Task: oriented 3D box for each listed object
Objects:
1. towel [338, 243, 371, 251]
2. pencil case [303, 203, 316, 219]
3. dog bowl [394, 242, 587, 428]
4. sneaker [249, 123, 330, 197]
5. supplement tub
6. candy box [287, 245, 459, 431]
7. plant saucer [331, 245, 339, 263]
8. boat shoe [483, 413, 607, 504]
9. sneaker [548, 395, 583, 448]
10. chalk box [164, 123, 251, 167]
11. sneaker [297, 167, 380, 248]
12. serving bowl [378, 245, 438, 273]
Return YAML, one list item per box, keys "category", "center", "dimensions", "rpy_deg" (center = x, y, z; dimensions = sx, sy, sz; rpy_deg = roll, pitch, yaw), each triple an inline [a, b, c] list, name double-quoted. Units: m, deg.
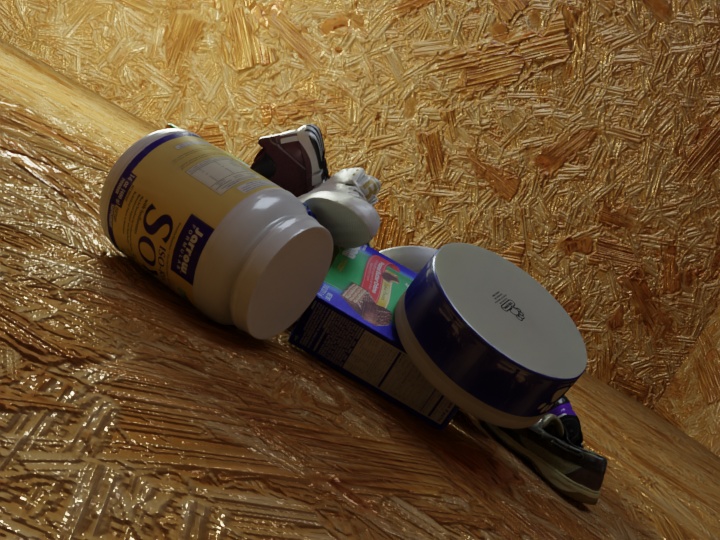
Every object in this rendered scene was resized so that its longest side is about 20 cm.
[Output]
- category: "towel"
  center: [0.000, 0.000, 1.076]
  dimensions: [0.048, 0.172, 0.200]
  rpy_deg: [-12, -6, 1]
- category: "pencil case"
  center: [-0.147, -0.053, 0.849]
  dimensions: [0.199, 0.087, 0.078]
  rpy_deg: [11, -6, 10]
- category: "dog bowl"
  center: [0.140, 0.065, 0.778]
  dimensions: [0.199, 0.079, 0.201]
  rpy_deg: [25, 32, -17]
- category: "sneaker"
  center: [-0.100, -0.109, 1.023]
  dimensions: [0.115, 0.201, 0.076]
  rpy_deg: [-4, 34, 6]
- category: "supplement tub"
  center: [-0.141, -0.037, 0.717]
  dimensions: [0.199, 0.146, 0.145]
  rpy_deg: [32, 6, 23]
- category: "candy box"
  center: [0.039, 0.066, 0.840]
  dimensions: [0.199, 0.077, 0.169]
  rpy_deg: [31, 28, -2]
- category: "plant saucer"
  center: [-0.111, -0.046, 1.050]
  dimensions: [0.199, 0.031, 0.201]
  rpy_deg: [26, 51, -37]
- category: "boat shoe"
  center: [0.225, 0.207, 0.890]
  dimensions: [0.073, 0.065, 0.200]
  rpy_deg: [24, 7, -37]
- category: "sneaker"
  center: [0.263, 0.221, 1.005]
  dimensions: [0.100, 0.069, 0.200]
  rpy_deg: [62, 0, 19]
- category: "chalk box"
  center: [-0.243, -0.136, 1.206]
  dimensions: [0.124, 0.125, 0.200]
  rpy_deg: [33, 7, 32]
- category: "sneaker"
  center: [-0.012, -0.088, 0.892]
  dimensions: [0.200, 0.115, 0.074]
  rpy_deg: [12, -46, 58]
- category: "serving bowl"
  center: [0.090, 0.040, 1.297]
  dimensions: [0.199, 0.200, 0.066]
  rpy_deg: [27, 49, -33]
